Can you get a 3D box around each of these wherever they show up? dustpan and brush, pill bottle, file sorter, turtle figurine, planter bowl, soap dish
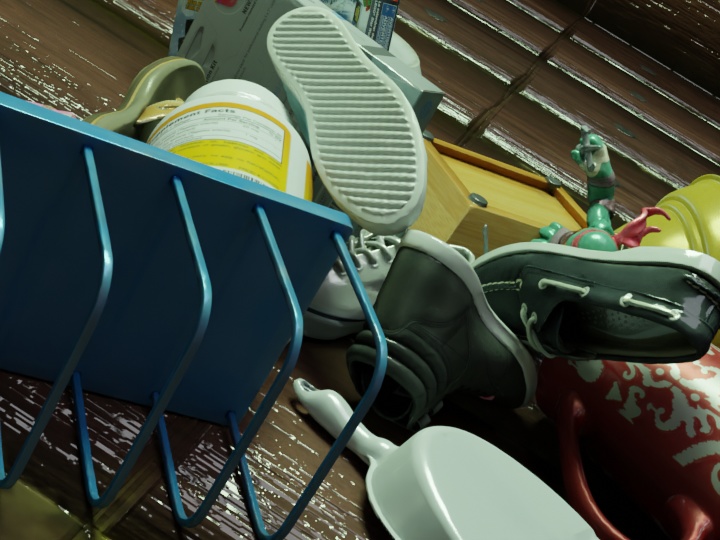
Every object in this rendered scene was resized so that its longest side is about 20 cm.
[{"bbox_3d":[0.036,0.117,0.758,0.200,0.057,0.139,48,25,22],"label":"dustpan and brush"},{"bbox_3d":[-0.084,-0.037,0.815,0.110,0.112,0.201,24,29,-14],"label":"pill bottle"},{"bbox_3d":[-0.106,0.033,0.632,0.198,0.139,0.123,18,28,-29],"label":"file sorter"},{"bbox_3d":[0.146,-0.009,0.972,0.101,0.150,0.200,42,-10,9],"label":"turtle figurine"},{"bbox_3d":[0.227,0.024,1.047,0.082,0.202,0.201,3,27,-9],"label":"planter bowl"},{"bbox_3d":[0.116,-0.036,1.145,0.198,0.082,0.158,16,26,-30],"label":"soap dish"}]

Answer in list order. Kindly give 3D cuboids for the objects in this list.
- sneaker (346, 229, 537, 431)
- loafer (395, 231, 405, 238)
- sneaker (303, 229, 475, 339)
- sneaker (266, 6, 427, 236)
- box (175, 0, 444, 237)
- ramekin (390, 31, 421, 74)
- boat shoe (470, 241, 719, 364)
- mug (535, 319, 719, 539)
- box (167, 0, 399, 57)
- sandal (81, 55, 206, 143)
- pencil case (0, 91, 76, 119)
[{"bbox_3d":[0.049,0.065,0.868,0.070,0.100,0.200,24,-17,35],"label":"sneaker"},{"bbox_3d":[-0.015,-0.065,1.080,0.063,0.072,0.201,35,17,-51],"label":"loafer"},{"bbox_3d":[0.000,0.000,0.926,0.199,0.071,0.073,2,35,-47],"label":"sneaker"},{"bbox_3d":[0.001,-0.089,0.887,0.082,0.073,0.201,59,7,-52],"label":"sneaker"},{"bbox_3d":[-0.055,-0.120,1.005,0.199,0.157,0.041,38,20,22],"label":"box"},{"bbox_3d":[-0.038,-0.184,1.239,0.199,0.106,0.201,26,21,-11],"label":"ramekin"},{"bbox_3d":[0.138,0.025,0.864,0.076,0.199,0.061,50,53,-29],"label":"boat shoe"},{"bbox_3d":[0.207,0.108,0.884,0.176,0.134,0.200,8,27,-47],"label":"mug"},{"bbox_3d":[-0.067,-0.179,1.067,0.199,0.139,0.040,21,12,34],"label":"box"},{"bbox_3d":[-0.140,-0.087,0.919,0.053,0.081,0.200,11,25,11],"label":"sandal"},{"bbox_3d":[-0.241,-0.060,0.679,0.198,0.084,0.087,14,19,-6],"label":"pencil case"}]
